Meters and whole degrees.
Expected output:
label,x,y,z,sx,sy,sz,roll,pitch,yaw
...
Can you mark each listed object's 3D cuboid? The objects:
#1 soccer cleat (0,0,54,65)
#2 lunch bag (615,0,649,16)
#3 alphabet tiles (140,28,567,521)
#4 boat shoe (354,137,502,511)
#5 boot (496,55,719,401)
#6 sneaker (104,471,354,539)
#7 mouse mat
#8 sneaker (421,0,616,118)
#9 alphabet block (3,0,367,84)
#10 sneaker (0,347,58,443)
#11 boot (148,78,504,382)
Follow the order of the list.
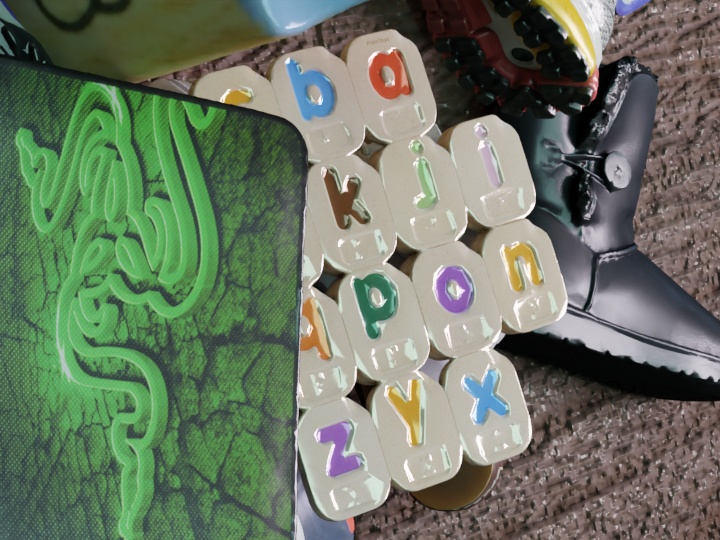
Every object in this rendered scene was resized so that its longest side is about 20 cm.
label,x,y,z,sx,sy,sz,roll,pitch,yaw
soccer cleat,-0.178,-0.098,0.947,0.068,0.073,0.200,-31,107,-21
lunch bag,0.137,-0.205,1.166,0.170,0.200,0.128,-32,95,-42
alphabet tiles,0.000,0.000,0.984,0.200,0.015,0.196,-17,90,-33
boat shoe,0.018,0.021,1.119,0.070,0.070,0.200,3,72,-80
boot,0.147,-0.026,1.235,0.200,0.076,0.168,18,74,-33
sneaker,-0.062,0.103,0.989,0.200,0.075,0.085,24,74,-65
mouse mat,-0.089,0.022,0.905,0.161,0.008,0.200,10,73,-34
sneaker,0.036,-0.152,0.889,0.200,0.078,0.082,53,47,-35
alphabet block,-0.071,-0.195,0.975,0.196,0.200,0.196,-29,102,-42
sneaker,-0.124,0.044,0.924,0.200,0.071,0.083,-58,163,-29
boot,-0.004,-0.038,1.058,0.200,0.074,0.096,44,77,-7
